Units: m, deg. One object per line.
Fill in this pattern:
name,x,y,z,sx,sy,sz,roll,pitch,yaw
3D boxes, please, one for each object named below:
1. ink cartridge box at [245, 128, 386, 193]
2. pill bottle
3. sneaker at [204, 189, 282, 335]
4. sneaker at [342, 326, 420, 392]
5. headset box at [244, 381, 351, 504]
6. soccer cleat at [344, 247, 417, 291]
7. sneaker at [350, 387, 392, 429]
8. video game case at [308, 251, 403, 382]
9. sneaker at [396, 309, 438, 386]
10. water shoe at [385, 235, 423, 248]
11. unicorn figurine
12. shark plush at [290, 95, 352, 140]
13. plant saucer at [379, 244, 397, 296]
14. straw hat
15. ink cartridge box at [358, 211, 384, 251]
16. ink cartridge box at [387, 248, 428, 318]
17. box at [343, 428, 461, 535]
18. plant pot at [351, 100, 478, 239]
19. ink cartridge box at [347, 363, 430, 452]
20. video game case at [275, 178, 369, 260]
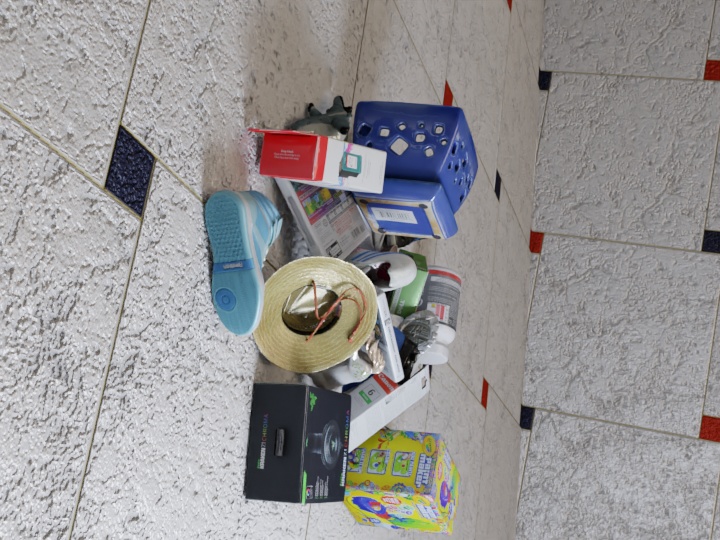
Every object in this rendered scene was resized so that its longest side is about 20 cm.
ink cartridge box,-0.068,-0.163,1.439,0.199,0.116,0.068,6,92,-49
pill bottle,0.159,0.100,2.149,0.116,0.115,0.201,52,43,-60
sneaker,-0.149,-0.019,1.340,0.130,0.079,0.201,-30,120,-66
sneaker,0.034,0.177,1.749,0.200,0.111,0.077,-41,158,-47
headset box,-0.094,0.265,1.480,0.200,0.092,0.175,32,60,-66
soccer cleat,0.000,0.000,1.613,0.086,0.199,0.070,-25,107,-48
sneaker,0.014,0.265,1.838,0.200,0.076,0.081,68,17,-54
video game case,-0.007,0.071,1.607,0.023,0.200,0.183,-30,128,-22
sneaker,0.085,0.167,1.872,0.201,0.078,0.099,-57,173,-15
water shoe,0.111,-0.094,2.061,0.200,0.078,0.072,-42,130,-64
unicorn figurine,-0.043,0.161,1.589,0.074,0.199,0.138,-47,113,-42
shark plush,-0.053,-0.258,1.605,0.091,0.083,0.200,-56,-173,45
plant saucer,0.025,0.043,1.827,0.200,0.032,0.201,19,90,-81
straw hat,-0.081,0.056,1.488,0.085,0.200,0.202,-136,-145,-62
ink cartridge box,0.029,-0.121,1.887,0.201,0.040,0.200,71,28,-44
ink cartridge box,0.092,0.032,1.916,0.200,0.059,0.104,-84,-169,-77
box,0.071,0.392,1.798,0.200,0.191,0.123,64,33,-51
plant pot,0.088,-0.169,1.716,0.200,0.199,0.181,58,42,-62
ink cartridge box,0.031,0.230,1.698,0.200,0.050,0.109,-35,151,-16
video game case,-0.061,-0.108,1.581,0.183,0.023,0.200,65,26,-10
